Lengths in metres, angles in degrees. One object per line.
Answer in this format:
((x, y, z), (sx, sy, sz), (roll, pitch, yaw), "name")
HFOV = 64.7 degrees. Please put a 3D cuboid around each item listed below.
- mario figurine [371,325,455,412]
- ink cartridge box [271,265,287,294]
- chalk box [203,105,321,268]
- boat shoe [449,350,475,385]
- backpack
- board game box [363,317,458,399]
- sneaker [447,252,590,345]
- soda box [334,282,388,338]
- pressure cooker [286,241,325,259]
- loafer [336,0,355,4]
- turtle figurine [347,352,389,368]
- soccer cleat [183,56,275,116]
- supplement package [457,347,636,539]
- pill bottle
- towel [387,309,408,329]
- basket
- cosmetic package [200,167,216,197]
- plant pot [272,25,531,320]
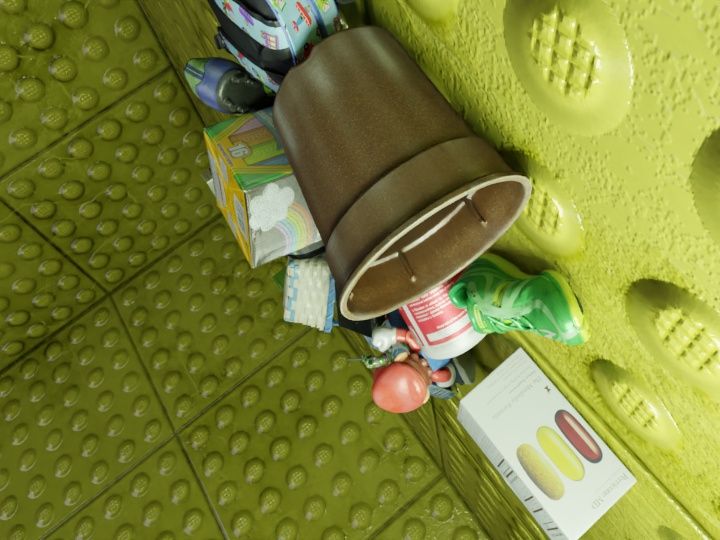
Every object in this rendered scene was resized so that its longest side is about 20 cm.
((0.081, 0.123, 0.831), (0.122, 0.199, 0.108), (37, 146, 21), "mario figurine")
((-0.135, -0.029, 1.442), (0.148, 0.198, 0.077), (43, 166, 45), "ink cartridge box")
((-0.072, -0.119, 0.693), (0.125, 0.195, 0.127), (50, 152, 32), "chalk box")
((0.133, 0.114, 0.946), (0.202, 0.060, 0.076), (57, -147, -33), "boat shoe")
((-0.083, -0.277, 0.571), (0.201, 0.133, 0.184), (50, 169, 29), "backpack")
((0.072, 0.132, 1.014), (0.198, 0.061, 0.204), (29, -150, -52), "board game box")
((0.155, 0.041, 0.579), (0.075, 0.083, 0.199), (58, 170, -18), "sneaker")
((0.000, 0.000, 0.873), (0.069, 0.063, 0.206), (17, 130, 26), "soda box")
((-0.116, -0.146, 1.041), (0.203, 0.176, 0.176), (60, 172, -33), "pressure cooker")
((0.003, -0.273, 0.383), (0.073, 0.071, 0.201), (58, 163, 12), "loafer")
((0.035, 0.136, 1.290), (0.198, 0.143, 0.197), (36, 155, 29), "turtle figurine")
((-0.148, -0.225, 0.721), (0.082, 0.066, 0.200), (30, -170, 12), "soccer cleat")
((0.229, 0.226, 0.733), (0.201, 0.112, 0.110), (50, 170, 24), "supplement package")
((0.082, 0.000, 0.726), (0.204, 0.111, 0.112), (59, 169, -15), "pill bottle")
((0.064, 0.005, 0.876), (0.047, 0.115, 0.202), (5, 150, 11), "towel")
((-0.054, 0.029, 1.132), (0.140, 0.192, 0.182), (-93, 13, -65), "basket")
((-0.389, -0.312, 1.778), (0.103, 0.198, 0.088), (39, 164, 53), "cosmetic package")
((0.023, -0.097, 0.529), (0.202, 0.196, 0.201), (60, 173, 19), "plant pot")
